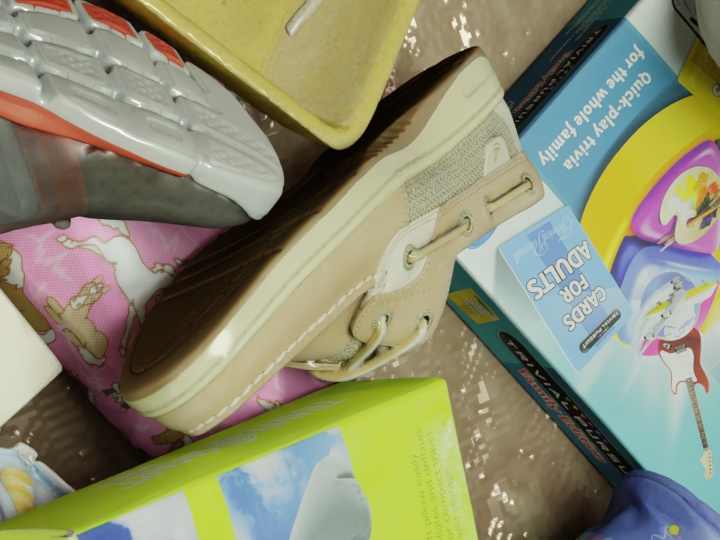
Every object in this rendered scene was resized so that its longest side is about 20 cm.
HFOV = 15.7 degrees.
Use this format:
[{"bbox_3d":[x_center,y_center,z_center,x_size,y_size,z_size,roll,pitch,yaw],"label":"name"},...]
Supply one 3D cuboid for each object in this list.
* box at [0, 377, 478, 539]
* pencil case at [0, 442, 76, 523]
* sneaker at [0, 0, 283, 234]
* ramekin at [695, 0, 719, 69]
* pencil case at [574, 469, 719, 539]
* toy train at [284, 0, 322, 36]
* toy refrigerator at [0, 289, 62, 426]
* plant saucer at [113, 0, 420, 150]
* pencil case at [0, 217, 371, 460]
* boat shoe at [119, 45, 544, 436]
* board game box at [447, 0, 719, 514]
[{"bbox_3d":[-0.036,0.112,0.754,0.200,0.048,0.122,-20,100,-52],"label":"box"},{"bbox_3d":[-0.068,0.116,0.817,0.200,0.083,0.091,25,64,-47],"label":"pencil case"},{"bbox_3d":[-0.122,-0.038,0.758,0.199,0.077,0.082,15,117,-19],"label":"sneaker"},{"bbox_3d":[0.202,-0.120,0.867,0.098,0.200,0.201,29,80,-23],"label":"ramekin"},{"bbox_3d":[0.058,0.161,0.902,0.078,0.087,0.200,44,80,7],"label":"pencil case"},{"bbox_3d":[0.036,-0.164,0.833,0.085,0.116,0.200,32,102,11],"label":"toy train"},{"bbox_3d":[-0.187,-0.024,0.798,0.070,0.076,0.200,-42,108,-17],"label":"toy refrigerator"},{"bbox_3d":[-0.058,-0.159,0.841,0.200,0.048,0.200,37,54,-20],"label":"plant saucer"},{"bbox_3d":[-0.082,-0.015,0.843,0.086,0.083,0.200,-40,107,-3],"label":"pencil case"},{"bbox_3d":[0.000,0.000,0.811,0.065,0.072,0.200,56,40,-10],"label":"boat shoe"},{"bbox_3d":[0.128,0.003,0.956,0.200,0.047,0.151,47,74,-18],"label":"board game box"}]
